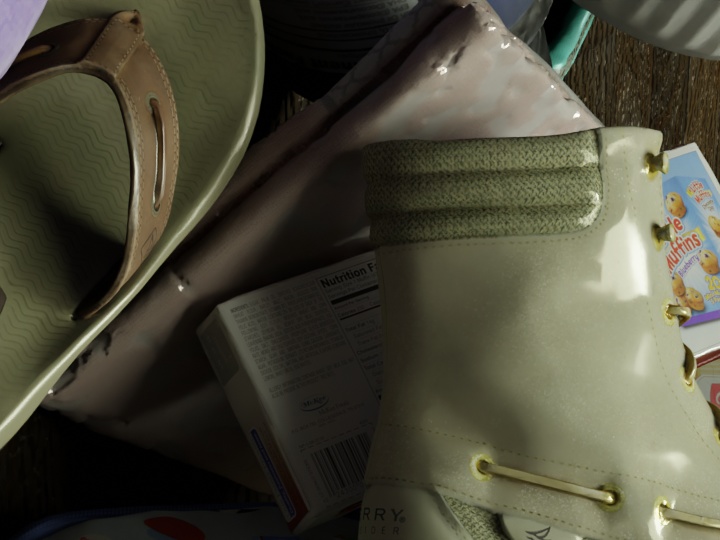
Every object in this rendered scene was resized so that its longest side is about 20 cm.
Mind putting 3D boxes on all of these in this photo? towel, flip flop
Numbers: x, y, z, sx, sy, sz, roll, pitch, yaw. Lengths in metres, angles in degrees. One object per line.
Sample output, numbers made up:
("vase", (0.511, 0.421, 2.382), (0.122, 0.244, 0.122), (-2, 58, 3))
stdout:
("towel", (0.000, 0.000, 0.711), (0.191, 0.032, 0.200), (-40, 153, 9))
("flip flop", (-0.085, -0.027, 0.578), (0.200, 0.081, 0.058), (-57, -176, -30))

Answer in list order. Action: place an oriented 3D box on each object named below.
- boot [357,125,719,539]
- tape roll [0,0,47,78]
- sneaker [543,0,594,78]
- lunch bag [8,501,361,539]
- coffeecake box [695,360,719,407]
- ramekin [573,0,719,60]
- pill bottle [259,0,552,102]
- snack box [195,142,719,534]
("boot", (0.092, 0.035, 0.631), (0.200, 0.072, 0.155), (3, 80, -21))
("tape roll", (-0.141, -0.117, 0.429), (0.200, 0.085, 0.200), (-37, 132, -56))
("sneaker", (0.081, -0.138, 0.846), (0.091, 0.077, 0.200), (-30, -141, 65))
("lunch bag", (-0.047, 0.175, 0.666), (0.160, 0.076, 0.200), (-1, 105, -25))
("coffeecake box", (0.148, 0.087, 0.956), (0.200, 0.073, 0.154), (82, 11, -57))
("ramekin", (0.134, -0.171, 0.775), (0.200, 0.200, 0.105), (-53, 177, -43))
("pill bottle", (0.004, -0.123, 0.691), (0.112, 0.112, 0.200), (-64, 150, -29))
("snack box", (0.048, 0.017, 0.676), (0.200, 0.072, 0.024), (-19, 165, -31))
